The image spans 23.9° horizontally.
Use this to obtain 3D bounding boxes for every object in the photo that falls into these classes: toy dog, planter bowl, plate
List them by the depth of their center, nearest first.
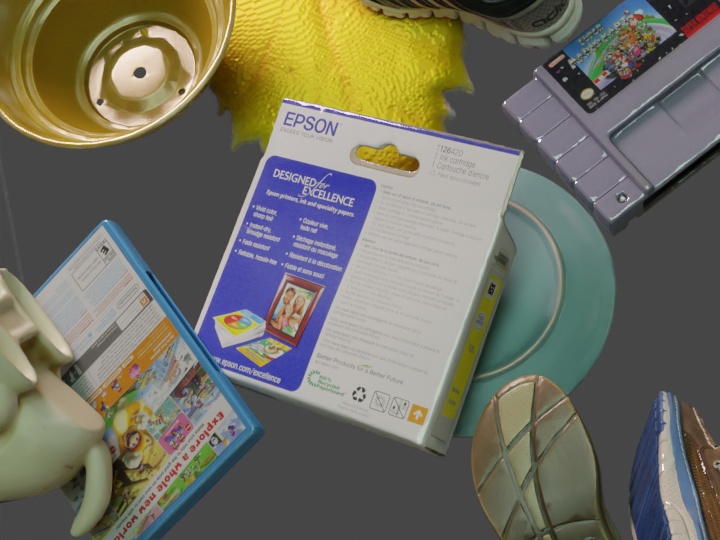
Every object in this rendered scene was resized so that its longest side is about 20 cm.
[{"bbox_3d":[-0.280,0.121,1.141,0.200,0.140,0.194,-37,102,8],"label":"toy dog"},{"bbox_3d":[0.072,0.014,1.153,0.199,0.026,0.201,-5,68,13],"label":"plate"},{"bbox_3d":[-0.175,-0.163,1.259,0.200,0.083,0.201,-6,67,13],"label":"planter bowl"}]

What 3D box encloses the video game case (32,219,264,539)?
[{"bbox_3d":[-0.168,0.084,1.168,0.143,0.018,0.200,-45,63,13],"label":"video game case"}]

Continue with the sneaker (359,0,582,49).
[{"bbox_3d":[0.061,-0.221,1.219,0.199,0.087,0.074,21,75,22],"label":"sneaker"}]

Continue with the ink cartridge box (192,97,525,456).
[{"bbox_3d":[0.000,0.000,1.139,0.197,0.047,0.201,16,79,31],"label":"ink cartridge box"}]

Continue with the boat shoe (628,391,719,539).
[{"bbox_3d":[0.203,0.146,1.008,0.072,0.072,0.200,12,31,-2],"label":"boat shoe"}]

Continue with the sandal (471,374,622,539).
[{"bbox_3d":[0.130,0.164,1.064,0.080,0.054,0.201,-27,78,8],"label":"sandal"}]

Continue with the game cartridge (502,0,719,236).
[{"bbox_3d":[0.210,-0.131,1.174,0.200,0.038,0.130,-38,68,-3],"label":"game cartridge"}]
